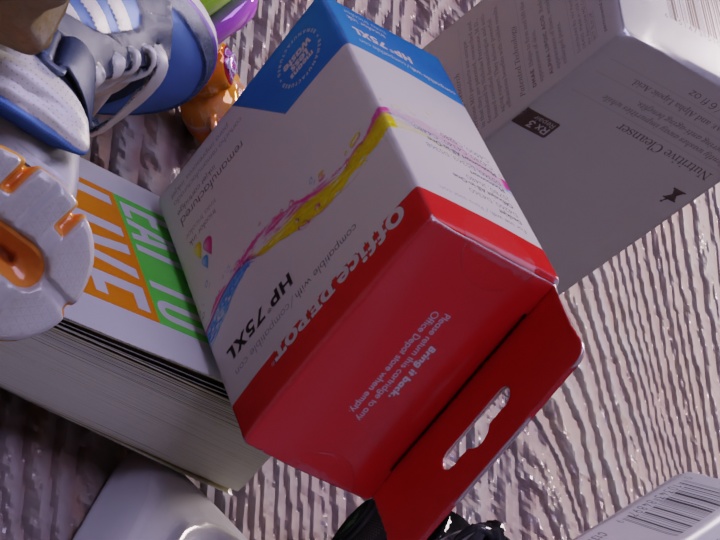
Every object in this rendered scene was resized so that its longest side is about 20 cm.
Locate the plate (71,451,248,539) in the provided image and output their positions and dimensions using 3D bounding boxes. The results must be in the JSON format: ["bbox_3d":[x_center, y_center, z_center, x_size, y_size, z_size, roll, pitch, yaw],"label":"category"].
[{"bbox_3d":[-0.043,0.182,1.037,0.200,0.032,0.200,46,34,-11],"label":"plate"}]

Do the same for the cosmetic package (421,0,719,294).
[{"bbox_3d":[0.080,-0.060,1.251,0.112,0.200,0.082,24,42,-33],"label":"cosmetic package"}]

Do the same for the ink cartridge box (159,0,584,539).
[{"bbox_3d":[0.000,0.000,1.061,0.067,0.116,0.200,27,23,-32],"label":"ink cartridge box"}]

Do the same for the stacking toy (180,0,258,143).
[{"bbox_3d":[-0.084,-0.129,1.181,0.116,0.109,0.201,-95,168,-49],"label":"stacking toy"}]

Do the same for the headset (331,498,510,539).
[{"bbox_3d":[0.045,0.128,1.103,0.124,0.094,0.200,45,10,14],"label":"headset"}]

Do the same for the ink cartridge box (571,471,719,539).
[{"bbox_3d":[0.089,0.199,1.065,0.199,0.040,0.202,-23,120,-55],"label":"ink cartridge box"}]

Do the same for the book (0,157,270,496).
[{"bbox_3d":[-0.125,-0.005,1.084,0.199,0.048,0.134,26,28,-35],"label":"book"}]

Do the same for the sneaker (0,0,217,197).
[{"bbox_3d":[-0.118,-0.063,1.058,0.199,0.081,0.147,22,35,-44],"label":"sneaker"}]

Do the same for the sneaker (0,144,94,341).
[{"bbox_3d":[-0.181,-0.047,0.920,0.200,0.078,0.077,42,-7,-23],"label":"sneaker"}]

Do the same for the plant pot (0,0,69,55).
[{"bbox_3d":[-0.157,-0.171,0.934,0.183,0.201,0.201,29,38,-8],"label":"plant pot"}]
